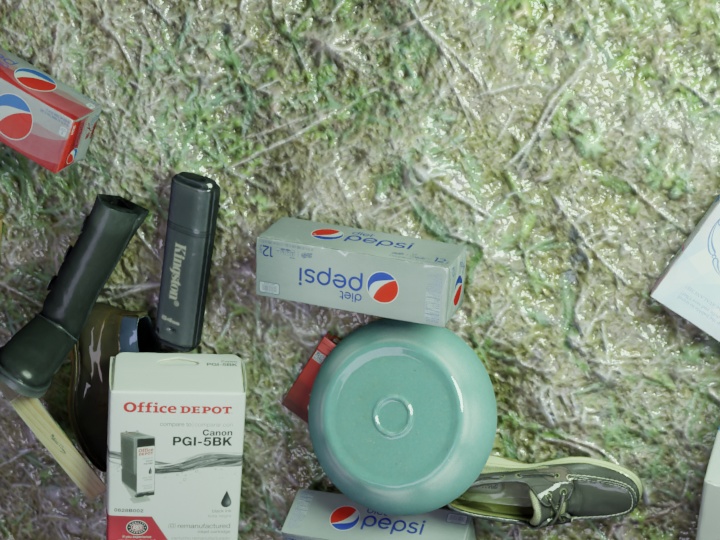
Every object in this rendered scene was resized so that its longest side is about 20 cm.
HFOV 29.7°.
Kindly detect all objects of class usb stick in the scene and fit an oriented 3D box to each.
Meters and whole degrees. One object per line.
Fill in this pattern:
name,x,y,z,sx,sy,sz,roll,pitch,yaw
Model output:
usb stick,-0.184,-0.008,1.434,0.055,0.033,0.201,17,116,13

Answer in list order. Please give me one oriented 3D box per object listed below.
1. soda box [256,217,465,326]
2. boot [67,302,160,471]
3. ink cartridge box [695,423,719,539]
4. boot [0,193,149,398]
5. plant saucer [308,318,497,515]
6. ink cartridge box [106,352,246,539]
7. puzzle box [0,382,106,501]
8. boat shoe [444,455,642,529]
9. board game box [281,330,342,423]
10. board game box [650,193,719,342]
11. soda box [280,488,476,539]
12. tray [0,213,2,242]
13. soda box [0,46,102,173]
soda box,0.000,0.000,1.338,0.199,0.068,0.064,9,112,17
boot,-0.268,0.131,1.498,0.096,0.075,0.201,-1,108,24
ink cartridge box,0.383,0.233,1.229,0.144,0.147,0.201,11,127,19
boot,-0.293,0.020,1.386,0.065,0.165,0.200,33,98,-8
plant saucer,0.036,0.145,1.362,0.199,0.036,0.201,-2,83,17
ink cartridge box,-0.200,0.197,1.465,0.146,0.083,0.201,1,114,-8
puzzle box,-0.354,0.155,1.478,0.133,0.025,0.200,40,162,40
boat shoe,0.180,0.229,1.363,0.200,0.066,0.072,3,118,13
board game box,0.021,0.161,1.432,0.200,0.019,0.103,35,120,4
board game box,0.397,-0.003,1.209,0.200,0.043,0.199,34,119,5
soda box,0.021,0.289,1.448,0.199,0.064,0.068,5,134,19
tray,-0.504,-0.044,1.540,0.199,0.037,0.099,18,116,14
soda box,-0.375,-0.185,1.419,0.199,0.063,0.070,30,118,7
